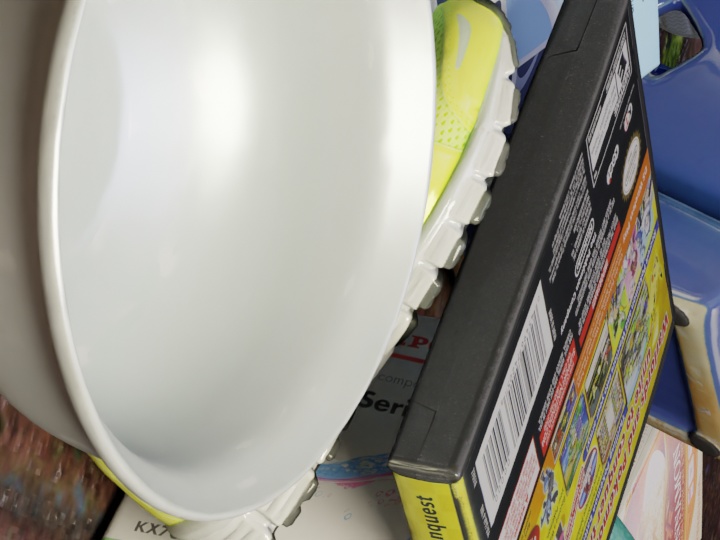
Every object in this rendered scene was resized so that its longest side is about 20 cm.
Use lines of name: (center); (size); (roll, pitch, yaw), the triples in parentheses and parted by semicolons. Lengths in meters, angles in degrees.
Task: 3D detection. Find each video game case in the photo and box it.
video game case: (0.064, 0.037, 0.905); (0.181, 0.025, 0.200); (74, 31, -50)

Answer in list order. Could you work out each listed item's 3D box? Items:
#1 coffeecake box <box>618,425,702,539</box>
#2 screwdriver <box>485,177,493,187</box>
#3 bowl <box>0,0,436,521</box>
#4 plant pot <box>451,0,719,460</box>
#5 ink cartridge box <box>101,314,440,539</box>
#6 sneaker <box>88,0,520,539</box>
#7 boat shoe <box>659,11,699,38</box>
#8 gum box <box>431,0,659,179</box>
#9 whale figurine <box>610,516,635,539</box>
coffeecake box: (0.113, 0.146, 1.382); (0.200, 0.073, 0.154); (-59, 153, -43)
screwdriver: (0.000, 0.000, 0.913); (0.200, 0.028, 0.029); (-42, 111, -15)
bowl: (-0.063, -0.037, 0.744); (0.201, 0.090, 0.201); (-24, 118, -57)
plant pot: (0.140, -0.044, 1.165); (0.180, 0.200, 0.200); (-54, 153, -18)
ink cartridge box: (-0.009, 0.075, 0.932); (0.067, 0.117, 0.200); (80, 26, -46)
sneaker: (-0.022, -0.007, 0.847); (0.200, 0.090, 0.078); (-58, -175, -3)
boat shoe: (0.160, -0.207, 1.289); (0.062, 0.072, 0.200); (-63, 152, -48)
gum box: (0.021, -0.094, 0.928); (0.200, 0.045, 0.170); (-38, 141, -28)
whale figurine: (0.067, 0.116, 1.024); (0.159, 0.200, 0.104); (-61, 179, -45)
